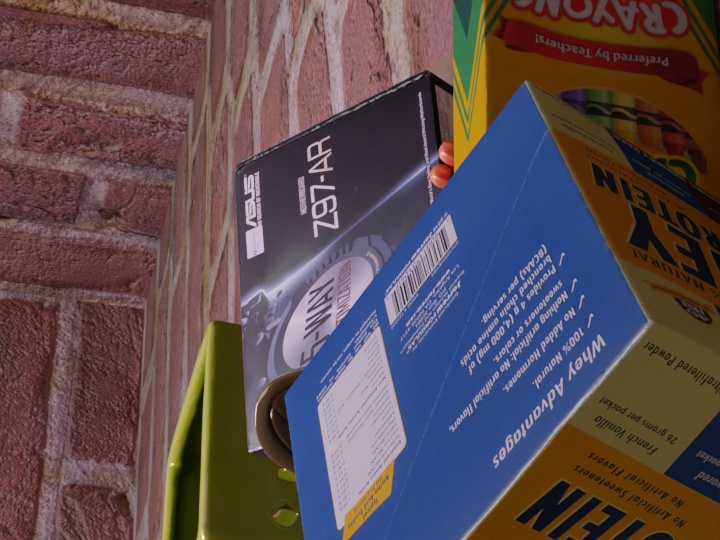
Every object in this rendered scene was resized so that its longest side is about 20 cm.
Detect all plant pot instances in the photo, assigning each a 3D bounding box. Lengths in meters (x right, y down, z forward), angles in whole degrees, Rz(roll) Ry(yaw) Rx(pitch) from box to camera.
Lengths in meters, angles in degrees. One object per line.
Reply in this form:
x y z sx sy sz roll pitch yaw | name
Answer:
-0.048 0.179 1.198 0.199 0.181 0.200 111 161 -47 | plant pot

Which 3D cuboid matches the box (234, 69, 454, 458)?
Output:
0.000 0.000 0.948 0.160 0.044 0.200 -22 59 32 | box

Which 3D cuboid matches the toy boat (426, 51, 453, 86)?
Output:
0.048 -0.056 1.072 0.200 0.131 0.131 -32 10 28 | toy boat

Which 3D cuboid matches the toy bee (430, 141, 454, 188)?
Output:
0.094 -0.030 0.868 0.200 0.109 0.131 -111 29 -65 | toy bee

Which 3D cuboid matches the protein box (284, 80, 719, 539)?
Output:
0.082 0.067 0.657 0.199 0.135 0.200 -53 24 21 | protein box

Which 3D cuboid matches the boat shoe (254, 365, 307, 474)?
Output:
0.046 0.074 0.819 0.066 0.201 0.072 -105 14 -77 | boat shoe

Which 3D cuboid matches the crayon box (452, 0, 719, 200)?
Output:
0.112 -0.082 0.776 0.051 0.127 0.200 122 152 -61 | crayon box
